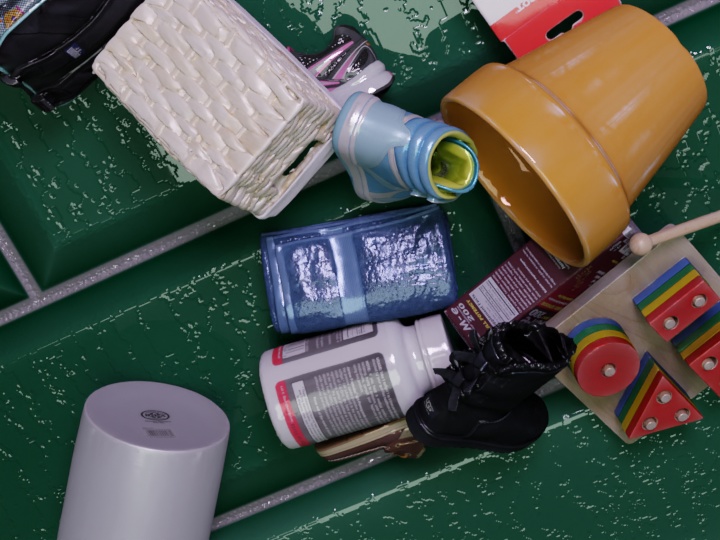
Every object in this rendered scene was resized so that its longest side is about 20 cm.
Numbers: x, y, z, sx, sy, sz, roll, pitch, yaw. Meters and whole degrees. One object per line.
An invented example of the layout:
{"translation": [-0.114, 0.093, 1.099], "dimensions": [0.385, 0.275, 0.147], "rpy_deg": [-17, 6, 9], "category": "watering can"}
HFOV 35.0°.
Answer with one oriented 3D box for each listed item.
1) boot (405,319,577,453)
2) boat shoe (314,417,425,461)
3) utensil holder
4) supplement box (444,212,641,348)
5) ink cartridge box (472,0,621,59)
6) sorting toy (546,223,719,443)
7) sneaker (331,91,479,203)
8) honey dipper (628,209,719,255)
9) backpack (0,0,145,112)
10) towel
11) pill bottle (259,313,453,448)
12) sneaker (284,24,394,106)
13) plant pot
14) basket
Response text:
{"translation": [0.156, 0.115, 1.155], "dimensions": [0.198, 0.073, 0.162], "rpy_deg": [4, 141, -37], "category": "boot"}
{"translation": [0.050, 0.180, 1.270], "dimensions": [0.200, 0.072, 0.072], "rpy_deg": [-21, 109, 1], "category": "boat shoe"}
{"translation": [-0.237, 0.243, 1.242], "dimensions": [0.170, 0.170, 0.200], "rpy_deg": [12, 107, -5], "category": "utensil holder"}
{"translation": [0.192, 0.006, 1.177], "dimensions": [0.200, 0.109, 0.061], "rpy_deg": [-40, 71, 15], "category": "supplement box"}
{"translation": [0.145, -0.303, 1.086], "dimensions": [0.116, 0.067, 0.200], "rpy_deg": [-34, 107, 13], "category": "ink cartridge box"}
{"translation": [0.315, 0.087, 1.210], "dimensions": [0.199, 0.070, 0.200], "rpy_deg": [-41, 121, 14], "category": "sorting toy"}
{"translation": [0.058, -0.093, 1.088], "dimensions": [0.130, 0.200, 0.080], "rpy_deg": [23, 86, 19], "category": "sneaker"}
{"translation": [0.351, -0.049, 1.152], "dimensions": [0.200, 0.038, 0.038], "rpy_deg": [-20, 113, -24], "category": "honey dipper"}
{"translation": [-0.265, -0.268, 1.040], "dimensions": [0.200, 0.176, 0.153], "rpy_deg": [-37, 77, 1], "category": "backpack"}
{"translation": [0.000, 0.000, 1.191], "dimensions": [0.200, 0.049, 0.112], "rpy_deg": [-9, 83, 3], "category": "towel"}
{"translation": [0.002, 0.112, 1.220], "dimensions": [0.200, 0.111, 0.111], "rpy_deg": [-17, 110, 6], "category": "pill bottle"}
{"translation": [-0.069, -0.175, 1.140], "dimensions": [0.200, 0.080, 0.086], "rpy_deg": [-27, 91, 7], "category": "sneaker"}
{"translation": [0.206, -0.136, 1.044], "dimensions": [0.183, 0.200, 0.200], "rpy_deg": [-40, 107, -5], "category": "plant pot"}
{"translation": [-0.127, -0.162, 1.054], "dimensions": [0.200, 0.123, 0.136], "rpy_deg": [45, 99, 13], "category": "basket"}
